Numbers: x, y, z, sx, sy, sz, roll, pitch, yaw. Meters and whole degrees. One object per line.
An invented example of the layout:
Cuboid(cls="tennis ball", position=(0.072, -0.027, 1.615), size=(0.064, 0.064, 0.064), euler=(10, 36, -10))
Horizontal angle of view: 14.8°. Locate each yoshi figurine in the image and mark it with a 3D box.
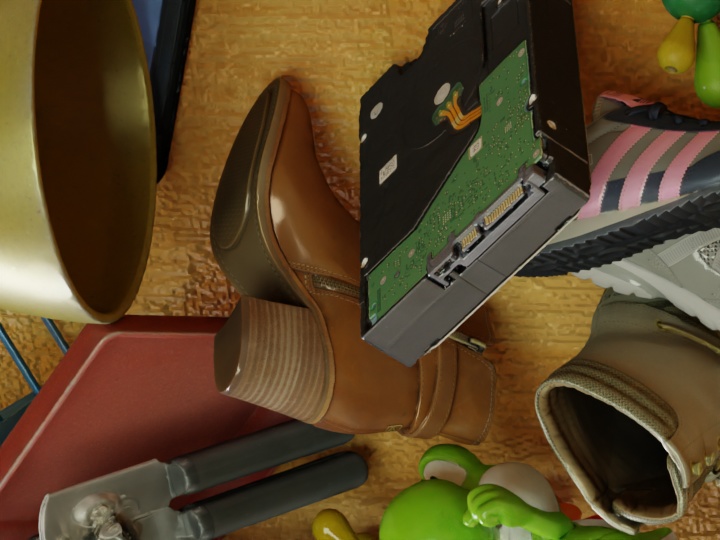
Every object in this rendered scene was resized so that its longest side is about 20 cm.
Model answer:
Cuboid(cls="yoshi figurine", position=(0.087, 0.158, 1.428), size=(0.200, 0.112, 0.113), euler=(29, 91, 36))

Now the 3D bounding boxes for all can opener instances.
Cuboid(cls="can opener", position=(-0.095, 0.125, 1.551), size=(0.067, 0.200, 0.054), euler=(-12, 94, 61))

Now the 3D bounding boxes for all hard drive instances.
Cuboid(cls="hard drive", position=(0.055, -0.062, 1.394), size=(0.038, 0.200, 0.140), euler=(31, 122, -23))

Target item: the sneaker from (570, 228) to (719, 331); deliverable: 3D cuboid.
Cuboid(cls="sneaker", position=(0.191, -0.017, 1.423), size=(0.199, 0.075, 0.082), euler=(16, 118, 16))

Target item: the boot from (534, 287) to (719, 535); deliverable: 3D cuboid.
Cuboid(cls="boot", position=(0.184, 0.098, 1.428), size=(0.200, 0.155, 0.072), euler=(42, 120, 1))

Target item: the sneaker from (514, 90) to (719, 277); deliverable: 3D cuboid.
Cuboid(cls="sneaker", position=(0.152, -0.060, 1.377), size=(0.199, 0.070, 0.082), euler=(-16, 73, 22))

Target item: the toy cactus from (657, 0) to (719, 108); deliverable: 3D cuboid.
Cuboid(cls="toy cactus", position=(0.172, -0.176, 1.366), size=(0.165, 0.102, 0.200), euler=(24, 128, 22))

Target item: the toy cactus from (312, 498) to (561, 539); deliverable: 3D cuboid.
Cuboid(cls="toy cactus", position=(0.053, 0.203, 1.562), size=(0.199, 0.102, 0.165), euler=(-3, 120, 14))

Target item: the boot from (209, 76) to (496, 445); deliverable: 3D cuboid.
Cuboid(cls="boot", position=(0.000, 0.000, 1.500), size=(0.154, 0.201, 0.074), euler=(13, 152, -21))

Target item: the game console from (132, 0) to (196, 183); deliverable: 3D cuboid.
Cuboid(cls="game console", position=(-0.189, -0.138, 1.502), size=(0.172, 0.119, 0.201), euler=(19, 117, 14))

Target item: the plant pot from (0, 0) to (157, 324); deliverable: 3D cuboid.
Cuboid(cls="plant pot", position=(-0.201, -0.068, 1.434), size=(0.141, 0.200, 0.201), euler=(-4, 110, 13))

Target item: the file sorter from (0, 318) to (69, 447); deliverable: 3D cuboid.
Cuboid(cls="file sorter", position=(-0.272, 0.072, 1.579), size=(0.139, 0.200, 0.123), euler=(-29, 94, 29))

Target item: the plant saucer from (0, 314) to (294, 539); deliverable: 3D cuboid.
Cuboid(cls="plant saucer", position=(-0.119, 0.091, 1.546), size=(0.200, 0.199, 0.037), euler=(-53, 54, 29))
